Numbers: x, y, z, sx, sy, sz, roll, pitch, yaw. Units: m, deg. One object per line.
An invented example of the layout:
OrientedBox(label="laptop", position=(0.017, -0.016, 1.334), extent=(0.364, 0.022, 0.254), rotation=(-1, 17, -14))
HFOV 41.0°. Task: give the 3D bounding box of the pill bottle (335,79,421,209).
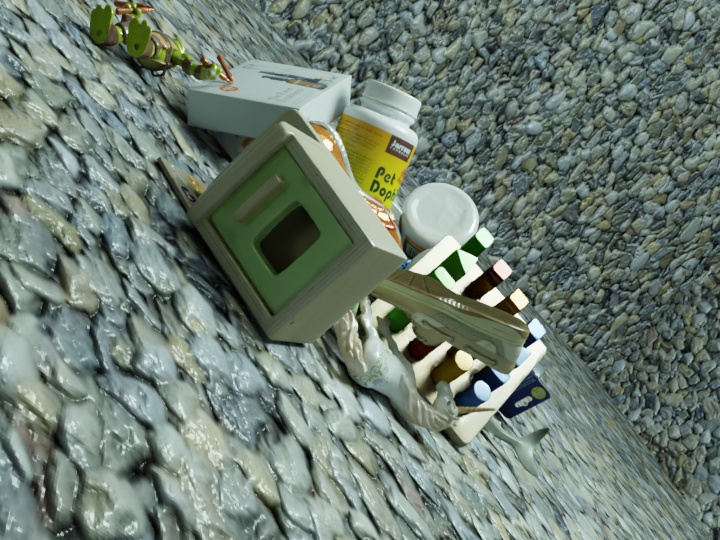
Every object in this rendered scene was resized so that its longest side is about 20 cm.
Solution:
OrientedBox(label="pill bottle", position=(0.007, -0.141, 1.267), extent=(0.107, 0.203, 0.109), rotation=(23, 5, -2))

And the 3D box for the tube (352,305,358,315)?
OrientedBox(label="tube", position=(-0.025, 0.013, 1.067), extent=(0.052, 0.058, 0.200), rotation=(58, 10, 13))

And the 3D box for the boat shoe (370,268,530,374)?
OrientedBox(label="boat shoe", position=(0.084, 0.053, 1.054), extent=(0.197, 0.066, 0.072), rotation=(22, 15, 5))

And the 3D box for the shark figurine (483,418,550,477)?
OrientedBox(label="shark figurine", position=(0.158, 0.182, 1.293), extent=(0.218, 0.126, 0.089), rotation=(64, 33, -12))

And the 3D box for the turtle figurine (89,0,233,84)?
OrientedBox(label="turtle figurine", position=(-0.256, -0.273, 1.153), extent=(0.199, 0.065, 0.161), rotation=(38, 13, 13))

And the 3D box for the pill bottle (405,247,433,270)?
OrientedBox(label="pill bottle", position=(0.129, 0.061, 1.361), extent=(0.113, 0.111, 0.201), rotation=(55, -3, 35))

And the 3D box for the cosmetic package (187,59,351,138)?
OrientedBox(label="cosmetic package", position=(-0.111, -0.219, 1.233), extent=(0.148, 0.053, 0.200), rotation=(10, 25, 14))

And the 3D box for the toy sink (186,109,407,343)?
OrientedBox(label="toy sink", position=(-0.073, -0.052, 0.903), extent=(0.202, 0.130, 0.112), rotation=(55, 13, 17))

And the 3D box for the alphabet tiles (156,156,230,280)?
OrientedBox(label="alphabet tiles", position=(-0.117, -0.025, 1.004), extent=(0.168, 0.008, 0.199), rotation=(55, 12, 29))

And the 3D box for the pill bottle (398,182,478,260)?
OrientedBox(label="pill bottle", position=(0.107, -0.028, 1.445), extent=(0.117, 0.115, 0.201), rotation=(52, -22, 24))

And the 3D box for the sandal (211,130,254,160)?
OrientedBox(label="sandal", position=(-0.117, -0.135, 1.249), extent=(0.208, 0.059, 0.079), rotation=(51, 10, 9))

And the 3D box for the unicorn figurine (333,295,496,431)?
OrientedBox(label="unicorn figurine", position=(0.033, 0.103, 1.029), extent=(0.198, 0.074, 0.139), rotation=(17, 37, -43))

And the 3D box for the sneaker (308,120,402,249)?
OrientedBox(label="sneaker", position=(-0.023, -0.070, 1.084), extent=(0.201, 0.072, 0.078), rotation=(52, 46, -22))

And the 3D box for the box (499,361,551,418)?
OrientedBox(label="box", position=(0.203, 0.132, 1.495), extent=(0.201, 0.121, 0.032), rotation=(50, 50, 0))

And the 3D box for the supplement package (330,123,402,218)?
OrientedBox(label="supplement package", position=(-0.049, -0.132, 1.379), extent=(0.200, 0.109, 0.114), rotation=(45, 11, -21))

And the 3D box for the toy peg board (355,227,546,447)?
OrientedBox(label="toy peg board", position=(0.133, 0.066, 1.170), extent=(0.200, 0.098, 0.199), rotation=(49, 53, 2))

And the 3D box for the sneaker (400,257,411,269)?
OrientedBox(label="sneaker", position=(0.019, -0.009, 1.319), extent=(0.066, 0.078, 0.199), rotation=(56, 14, 30))

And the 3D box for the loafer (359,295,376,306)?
OrientedBox(label="loafer", position=(0.000, 0.000, 1.206), extent=(0.200, 0.063, 0.071), rotation=(45, -14, -35))
